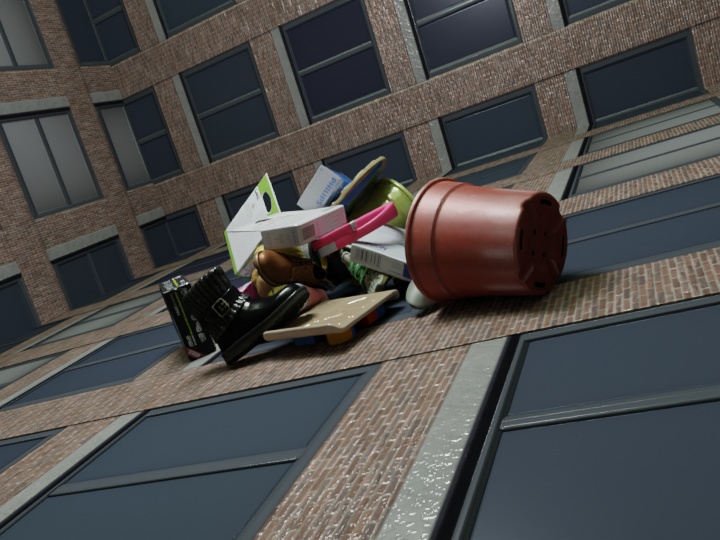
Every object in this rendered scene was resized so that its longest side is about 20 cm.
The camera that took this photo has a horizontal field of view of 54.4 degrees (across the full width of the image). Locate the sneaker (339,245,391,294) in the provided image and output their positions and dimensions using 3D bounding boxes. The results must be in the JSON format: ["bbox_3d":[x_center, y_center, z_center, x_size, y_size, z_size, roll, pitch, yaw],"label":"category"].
[{"bbox_3d":[0.000,0.000,1.373,0.087,0.078,0.200,23,12,-19],"label":"sneaker"}]

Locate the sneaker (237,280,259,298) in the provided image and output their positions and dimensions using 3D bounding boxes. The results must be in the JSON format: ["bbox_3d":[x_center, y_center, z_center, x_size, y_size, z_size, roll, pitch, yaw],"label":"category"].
[{"bbox_3d":[-0.288,0.081,1.622,0.087,0.084,0.198,-11,12,38],"label":"sneaker"}]

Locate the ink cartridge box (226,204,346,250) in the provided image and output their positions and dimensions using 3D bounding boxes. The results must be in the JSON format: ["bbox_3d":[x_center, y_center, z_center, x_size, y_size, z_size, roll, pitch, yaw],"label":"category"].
[{"bbox_3d":[-0.146,-0.087,1.428,0.172,0.046,0.199,-4,13,28],"label":"ink cartridge box"}]

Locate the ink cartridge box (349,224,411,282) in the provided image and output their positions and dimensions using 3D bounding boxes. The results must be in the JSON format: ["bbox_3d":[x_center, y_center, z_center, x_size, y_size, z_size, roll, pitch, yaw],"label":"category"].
[{"bbox_3d":[0.107,-0.039,1.363,0.195,0.042,0.199,18,27,21],"label":"ink cartridge box"}]

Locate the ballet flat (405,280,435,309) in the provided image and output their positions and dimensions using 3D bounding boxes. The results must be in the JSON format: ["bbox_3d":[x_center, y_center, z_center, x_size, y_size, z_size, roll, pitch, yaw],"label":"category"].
[{"bbox_3d":[0.142,-0.009,1.208,0.066,0.065,0.199,25,44,30],"label":"ballet flat"}]

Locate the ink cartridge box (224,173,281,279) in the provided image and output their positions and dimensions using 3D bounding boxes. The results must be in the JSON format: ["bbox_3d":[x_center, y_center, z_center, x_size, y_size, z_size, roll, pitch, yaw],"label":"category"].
[{"bbox_3d":[-0.231,-0.099,1.654,0.075,0.150,0.201,17,-54,-40],"label":"ink cartridge box"}]

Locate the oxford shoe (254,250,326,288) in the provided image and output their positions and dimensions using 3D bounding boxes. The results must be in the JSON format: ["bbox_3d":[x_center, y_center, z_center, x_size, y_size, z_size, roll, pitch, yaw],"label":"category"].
[{"bbox_3d":[-0.133,-0.008,1.355,0.070,0.073,0.199,-21,-18,25],"label":"oxford shoe"}]

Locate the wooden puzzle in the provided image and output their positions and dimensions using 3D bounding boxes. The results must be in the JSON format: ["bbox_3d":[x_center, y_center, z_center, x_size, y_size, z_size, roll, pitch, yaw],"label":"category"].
[{"bbox_3d":[-0.047,0.091,1.241,0.182,0.048,0.198,-10,9,40],"label":"wooden puzzle"}]

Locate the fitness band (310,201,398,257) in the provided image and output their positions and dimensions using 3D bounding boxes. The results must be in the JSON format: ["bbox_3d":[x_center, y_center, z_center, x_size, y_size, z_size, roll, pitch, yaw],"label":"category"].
[{"bbox_3d":[-0.014,-0.082,1.392,0.197,0.038,0.143,-23,8,37],"label":"fitness band"}]

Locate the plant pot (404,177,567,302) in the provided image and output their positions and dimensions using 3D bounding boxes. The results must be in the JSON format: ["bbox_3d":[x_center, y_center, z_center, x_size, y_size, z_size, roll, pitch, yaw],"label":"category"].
[{"bbox_3d":[0.202,-0.043,1.088,0.192,0.207,0.198,5,25,46],"label":"plant pot"}]

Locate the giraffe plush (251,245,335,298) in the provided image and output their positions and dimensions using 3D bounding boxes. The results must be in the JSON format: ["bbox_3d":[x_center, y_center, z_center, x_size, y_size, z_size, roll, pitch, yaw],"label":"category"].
[{"bbox_3d":[-0.166,0.035,1.526,0.195,0.177,0.163,18,30,8],"label":"giraffe plush"}]

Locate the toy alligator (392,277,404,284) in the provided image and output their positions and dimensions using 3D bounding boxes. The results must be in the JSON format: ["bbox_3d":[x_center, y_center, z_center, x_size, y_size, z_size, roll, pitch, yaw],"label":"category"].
[{"bbox_3d":[0.117,-0.022,1.444,0.196,0.061,0.054,-24,11,-19],"label":"toy alligator"}]

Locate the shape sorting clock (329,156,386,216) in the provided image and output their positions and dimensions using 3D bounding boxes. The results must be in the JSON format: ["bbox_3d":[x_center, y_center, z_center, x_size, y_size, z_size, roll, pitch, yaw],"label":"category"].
[{"bbox_3d":[-0.012,-0.179,1.575,0.201,0.039,0.200,-51,-4,-5],"label":"shape sorting clock"}]

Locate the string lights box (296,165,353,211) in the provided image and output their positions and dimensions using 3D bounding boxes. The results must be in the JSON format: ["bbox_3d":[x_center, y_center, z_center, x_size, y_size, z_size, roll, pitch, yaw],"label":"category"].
[{"bbox_3d":[-0.071,-0.174,1.608,0.104,0.058,0.200,-56,-8,8],"label":"string lights box"}]

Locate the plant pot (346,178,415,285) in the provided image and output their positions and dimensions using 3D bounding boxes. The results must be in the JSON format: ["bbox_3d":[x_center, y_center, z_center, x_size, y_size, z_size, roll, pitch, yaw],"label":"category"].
[{"bbox_3d":[0.030,-0.070,1.566,0.183,0.204,0.199,-36,16,-22],"label":"plant pot"}]

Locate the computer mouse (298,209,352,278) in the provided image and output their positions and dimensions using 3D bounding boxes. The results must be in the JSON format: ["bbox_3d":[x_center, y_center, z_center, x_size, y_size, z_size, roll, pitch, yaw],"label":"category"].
[{"bbox_3d":[-0.080,-0.056,1.517,0.034,0.200,0.059,-30,-27,-27],"label":"computer mouse"}]

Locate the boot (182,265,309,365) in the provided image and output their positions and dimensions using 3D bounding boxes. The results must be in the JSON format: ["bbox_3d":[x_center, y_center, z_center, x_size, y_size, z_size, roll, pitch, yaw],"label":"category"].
[{"bbox_3d":[-0.211,0.050,1.273,0.209,0.160,0.079,-36,-9,3],"label":"boot"}]

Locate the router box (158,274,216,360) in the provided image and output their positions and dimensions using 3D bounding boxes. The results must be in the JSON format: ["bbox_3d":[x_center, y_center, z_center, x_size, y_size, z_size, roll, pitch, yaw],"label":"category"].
[{"bbox_3d":[-0.376,0.097,1.509,0.061,0.154,0.199,-22,10,-17],"label":"router box"}]

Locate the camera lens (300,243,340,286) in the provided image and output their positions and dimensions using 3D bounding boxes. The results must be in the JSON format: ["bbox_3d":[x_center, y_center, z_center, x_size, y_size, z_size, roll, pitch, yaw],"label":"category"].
[{"bbox_3d":[-0.138,-0.037,1.715,0.196,0.164,0.159,-11,13,39],"label":"camera lens"}]

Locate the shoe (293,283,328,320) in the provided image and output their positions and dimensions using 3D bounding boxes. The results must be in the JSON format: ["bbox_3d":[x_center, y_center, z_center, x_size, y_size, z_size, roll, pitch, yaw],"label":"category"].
[{"bbox_3d":[-0.156,0.090,1.393,0.198,0.073,0.090,-31,-24,29],"label":"shoe"}]
